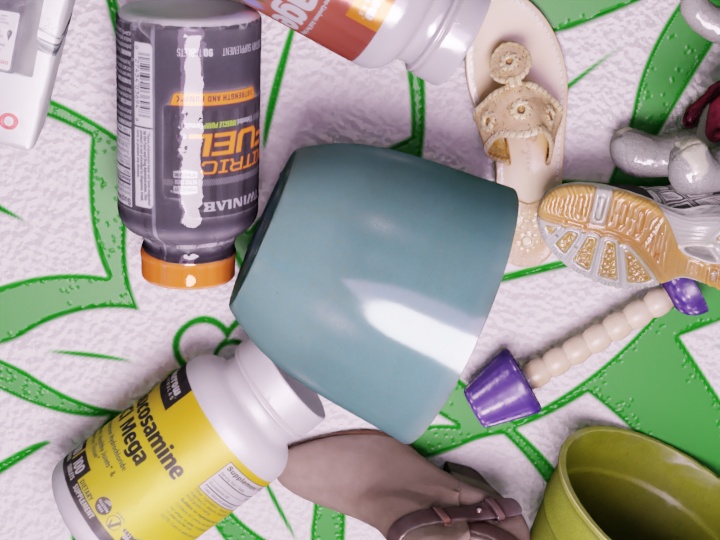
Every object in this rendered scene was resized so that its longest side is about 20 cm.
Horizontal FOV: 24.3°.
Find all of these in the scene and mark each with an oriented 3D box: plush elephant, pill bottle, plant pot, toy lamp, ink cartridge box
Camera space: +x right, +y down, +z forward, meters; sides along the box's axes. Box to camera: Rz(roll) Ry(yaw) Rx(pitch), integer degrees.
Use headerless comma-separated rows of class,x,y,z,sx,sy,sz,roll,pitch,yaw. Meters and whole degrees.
plush elephant,0.288,-0.144,1.206,0.198,0.165,0.157,-4,100,-2
pill bottle,-0.124,-0.090,1.211,0.105,0.106,0.202,0,108,-5
plant pot,0.000,0.000,1.207,0.160,0.201,0.202,24,104,-7
toy lamp,0.173,0.059,1.312,0.199,0.058,0.059,-31,108,2
pill bottle,-0.129,0.138,1.280,0.199,0.113,0.113,-37,107,7
pill bottle,-0.011,-0.214,1.177,0.199,0.112,0.113,27,104,-13
plant pot,0.199,0.262,1.321,0.199,0.201,0.194,23,116,-12
ink cartridge box,-0.272,-0.201,1.173,0.145,0.083,0.202,14,107,-9

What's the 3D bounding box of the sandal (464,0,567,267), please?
sandal,0.125,-0.099,1.248,0.077,0.070,0.214,-7,108,-3

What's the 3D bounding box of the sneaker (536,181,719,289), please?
sneaker,0.227,-0.032,1.271,0.198,0.088,0.076,11,116,-6

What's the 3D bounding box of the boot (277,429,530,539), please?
boot,0.033,0.188,1.292,0.198,0.146,0.071,5,109,-6
